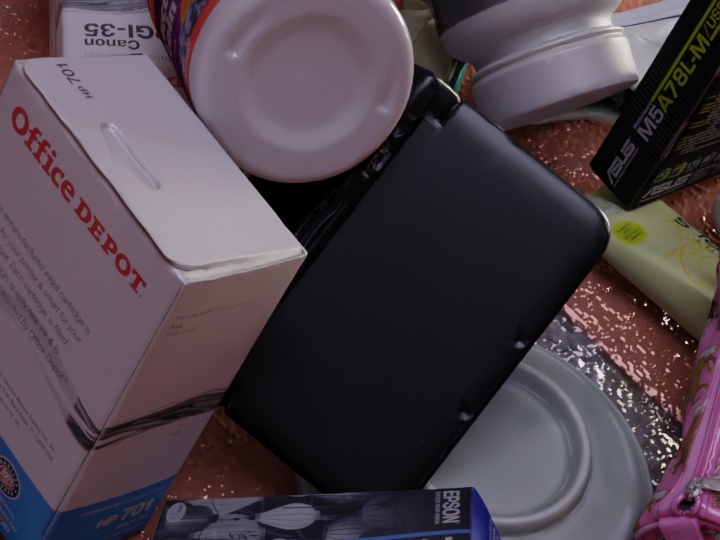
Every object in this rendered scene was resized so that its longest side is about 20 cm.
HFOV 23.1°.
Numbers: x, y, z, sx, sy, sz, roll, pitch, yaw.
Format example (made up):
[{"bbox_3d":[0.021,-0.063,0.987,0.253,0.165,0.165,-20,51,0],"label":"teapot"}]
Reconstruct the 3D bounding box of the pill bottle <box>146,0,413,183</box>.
[{"bbox_3d":[-0.051,-0.136,0.915,0.110,0.112,0.200,-4,29,-16],"label":"pill bottle"}]

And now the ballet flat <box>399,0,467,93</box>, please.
[{"bbox_3d":[0.051,-0.151,1.120,0.069,0.070,0.201,24,43,6],"label":"ballet flat"}]

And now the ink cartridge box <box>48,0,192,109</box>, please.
[{"bbox_3d":[-0.112,-0.140,1.058,0.145,0.083,0.201,2,52,-13],"label":"ink cartridge box"}]

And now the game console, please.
[{"bbox_3d":[0.000,0.000,0.930,0.201,0.116,0.176,-52,30,-1],"label":"game console"}]

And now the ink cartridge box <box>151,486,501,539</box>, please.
[{"bbox_3d":[-0.003,0.141,0.833,0.198,0.040,0.100,-2,19,3],"label":"ink cartridge box"}]

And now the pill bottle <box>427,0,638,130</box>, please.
[{"bbox_3d":[0.087,-0.190,1.025,0.113,0.114,0.202,-17,87,-25],"label":"pill bottle"}]

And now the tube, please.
[{"bbox_3d":[0.205,0.014,1.037,0.052,0.058,0.200,-48,65,4],"label":"tube"}]

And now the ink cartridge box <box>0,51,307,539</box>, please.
[{"bbox_3d":[-0.133,0.018,0.845,0.085,0.201,0.147,-10,52,-47],"label":"ink cartridge box"}]

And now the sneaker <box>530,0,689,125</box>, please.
[{"bbox_3d":[0.184,-0.127,1.137,0.198,0.073,0.071,-10,64,-9],"label":"sneaker"}]

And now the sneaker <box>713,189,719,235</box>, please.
[{"bbox_3d":[0.317,-0.018,1.073,0.199,0.079,0.077,31,41,9],"label":"sneaker"}]

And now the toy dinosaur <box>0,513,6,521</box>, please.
[{"bbox_3d":[-0.185,0.189,0.779,0.135,0.103,0.201,-5,50,-34],"label":"toy dinosaur"}]

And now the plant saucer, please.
[{"bbox_3d":[0.066,0.101,0.934,0.198,0.050,0.202,7,51,-9],"label":"plant saucer"}]

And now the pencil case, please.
[{"bbox_3d":[0.208,0.064,0.938,0.082,0.087,0.202,24,69,-8],"label":"pencil case"}]

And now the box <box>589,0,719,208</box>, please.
[{"bbox_3d":[0.252,-0.137,1.055,0.199,0.194,0.048,-21,60,-36],"label":"box"}]
